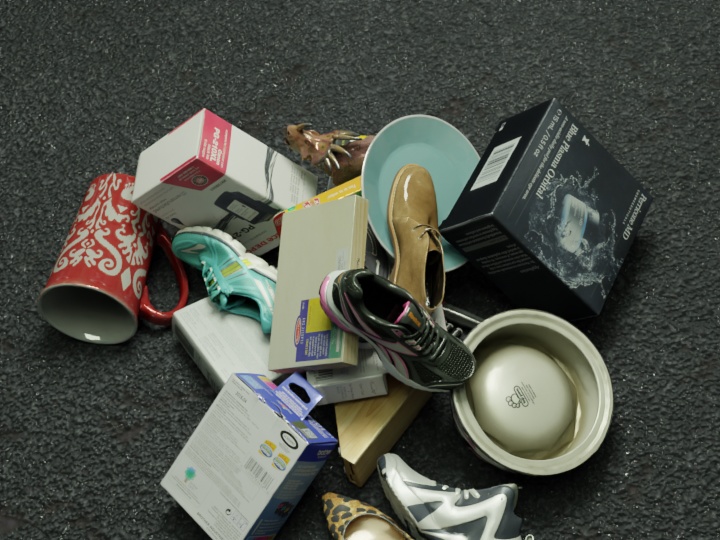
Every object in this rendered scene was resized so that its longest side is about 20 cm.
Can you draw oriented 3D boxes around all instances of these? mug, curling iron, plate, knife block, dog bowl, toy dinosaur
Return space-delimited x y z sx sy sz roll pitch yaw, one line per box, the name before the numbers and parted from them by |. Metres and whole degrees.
mug | -0.327 -0.010 1.551 0.133 0.177 0.201 -24 43 36
curling iron | 0.104 0.061 1.489 0.198 0.026 0.050 14 81 10
plate | 0.080 -0.095 1.435 0.199 0.026 0.202 5 79 -31
knife block | 0.052 0.150 1.408 0.174 0.064 0.201 -11 53 2
dog bowl | 0.195 0.151 1.359 0.198 0.074 0.202 4 68 -10
toy dinosaur | 0.005 -0.148 1.497 0.198 0.136 0.086 -15 54 -11

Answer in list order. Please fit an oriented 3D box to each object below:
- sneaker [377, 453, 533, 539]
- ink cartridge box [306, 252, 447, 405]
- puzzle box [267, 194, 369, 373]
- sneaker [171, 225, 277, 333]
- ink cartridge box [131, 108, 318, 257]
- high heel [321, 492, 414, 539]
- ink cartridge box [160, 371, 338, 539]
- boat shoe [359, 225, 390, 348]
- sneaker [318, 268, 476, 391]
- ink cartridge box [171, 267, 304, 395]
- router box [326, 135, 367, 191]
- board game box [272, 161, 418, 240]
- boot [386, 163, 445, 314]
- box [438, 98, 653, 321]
sneaker | 0.118 0.268 1.319 0.129 0.080 0.199 -33 59 -16
ink cartridge box | 0.016 0.062 1.414 0.175 0.045 0.201 -10 48 3
puzzle box | -0.050 0.019 1.357 0.132 0.025 0.202 -10 70 44
sneaker | -0.171 0.009 1.484 0.199 0.078 0.080 31 60 19
ink cartridge box | -0.175 -0.105 1.502 0.144 0.199 0.085 -26 48 38
high heel | 0.020 0.295 1.275 0.071 0.143 0.200 -40 61 -18
ink cartridge box | -0.122 0.213 1.334 0.136 0.076 0.201 39 103 26
boat shoe | 0.000 0.000 1.399 0.072 0.063 0.201 -10 48 3
sneaker | 0.048 0.066 1.266 0.199 0.086 0.081 31 69 -13
ink cartridge box | -0.123 0.083 1.502 0.199 0.047 0.160 -24 56 -28
router box | 0.027 -0.091 1.577 0.148 0.051 0.201 3 59 10
board game box | -0.012 -0.076 1.486 0.199 0.096 0.030 -23 54 -4
boot | 0.076 -0.039 1.363 0.073 0.075 0.202 11 70 -26
box | 0.237 -0.071 1.443 0.200 0.117 0.197 41 63 -19
